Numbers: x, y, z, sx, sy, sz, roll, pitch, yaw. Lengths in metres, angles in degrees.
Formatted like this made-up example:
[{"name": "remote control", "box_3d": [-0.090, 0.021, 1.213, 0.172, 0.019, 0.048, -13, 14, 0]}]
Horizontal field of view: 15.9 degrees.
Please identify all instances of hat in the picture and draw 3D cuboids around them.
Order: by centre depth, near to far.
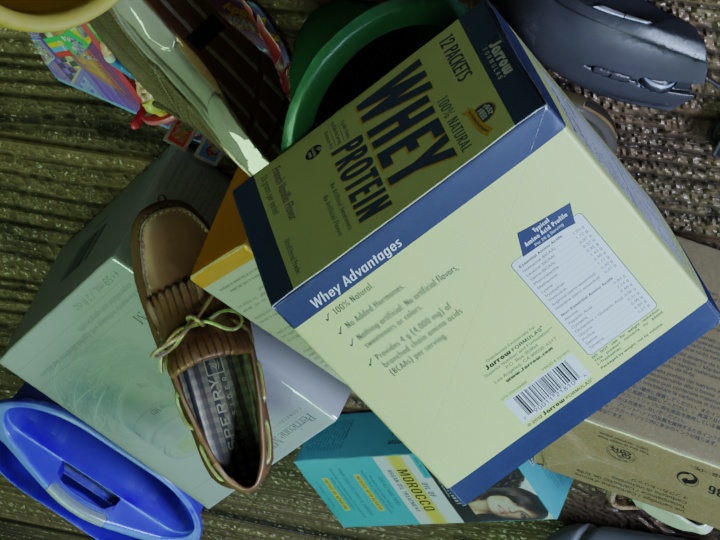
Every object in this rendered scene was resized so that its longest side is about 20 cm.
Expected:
[{"name": "hat", "box_3d": [-0.025, -0.137, 1.645, 0.176, 0.165, 0.201, 39, 140, 44]}]

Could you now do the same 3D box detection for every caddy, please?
[{"name": "caddy", "box_3d": [-0.207, 0.151, 2.054, 0.200, 0.105, 0.141, 34, 144, -10]}]

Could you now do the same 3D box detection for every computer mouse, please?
[{"name": "computer mouse", "box_3d": [0.175, -0.138, 1.525, 0.200, 0.046, 0.140, 32, 144, -7]}]

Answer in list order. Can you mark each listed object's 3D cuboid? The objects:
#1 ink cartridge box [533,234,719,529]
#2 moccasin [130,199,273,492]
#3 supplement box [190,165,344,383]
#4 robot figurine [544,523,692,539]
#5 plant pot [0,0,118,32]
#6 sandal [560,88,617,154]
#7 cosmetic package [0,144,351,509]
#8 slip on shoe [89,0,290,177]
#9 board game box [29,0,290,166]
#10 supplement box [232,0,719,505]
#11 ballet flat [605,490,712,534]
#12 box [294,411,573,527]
[{"name": "ink cartridge box", "box_3d": [0.230, 0.075, 1.647, 0.199, 0.165, 0.075, 19, 145, 11]}, {"name": "moccasin", "box_3d": [-0.105, 0.051, 1.712, 0.073, 0.078, 0.202, -12, 101, -8]}, {"name": "supplement box", "box_3d": [0.000, 0.000, 1.715, 0.200, 0.126, 0.073, 35, 143, -20]}, {"name": "robot figurine", "box_3d": [0.203, 0.251, 1.917, 0.199, 0.113, 0.170, 7, 163, 24]}, {"name": "plant pot", "box_3d": [-0.242, -0.252, 1.536, 0.189, 0.201, 0.201, 14, 144, 40]}, {"name": "sandal", "box_3d": [0.116, -0.040, 1.650, 0.081, 0.055, 0.200, 5, 139, -7]}, {"name": "cosmetic package", "box_3d": [-0.120, 0.045, 1.863, 0.200, 0.123, 0.199, 35, 143, -13]}, {"name": "slip on shoe", "box_3d": [-0.105, -0.121, 1.646, 0.200, 0.076, 0.061, 48, 129, -3]}, {"name": "board game box", "box_3d": [-0.142, -0.138, 1.722, 0.199, 0.039, 0.158, 24, 143, 3]}, {"name": "supplement box", "box_3d": [0.068, -0.009, 1.537, 0.200, 0.134, 0.200, -37, 123, 9]}, {"name": "ballet flat", "box_3d": [0.264, 0.157, 1.806, 0.199, 0.067, 0.068, 4, 144, 28]}, {"name": "box", "box_3d": [0.055, 0.148, 1.938, 0.200, 0.049, 0.082, -7, 132, 37]}]
